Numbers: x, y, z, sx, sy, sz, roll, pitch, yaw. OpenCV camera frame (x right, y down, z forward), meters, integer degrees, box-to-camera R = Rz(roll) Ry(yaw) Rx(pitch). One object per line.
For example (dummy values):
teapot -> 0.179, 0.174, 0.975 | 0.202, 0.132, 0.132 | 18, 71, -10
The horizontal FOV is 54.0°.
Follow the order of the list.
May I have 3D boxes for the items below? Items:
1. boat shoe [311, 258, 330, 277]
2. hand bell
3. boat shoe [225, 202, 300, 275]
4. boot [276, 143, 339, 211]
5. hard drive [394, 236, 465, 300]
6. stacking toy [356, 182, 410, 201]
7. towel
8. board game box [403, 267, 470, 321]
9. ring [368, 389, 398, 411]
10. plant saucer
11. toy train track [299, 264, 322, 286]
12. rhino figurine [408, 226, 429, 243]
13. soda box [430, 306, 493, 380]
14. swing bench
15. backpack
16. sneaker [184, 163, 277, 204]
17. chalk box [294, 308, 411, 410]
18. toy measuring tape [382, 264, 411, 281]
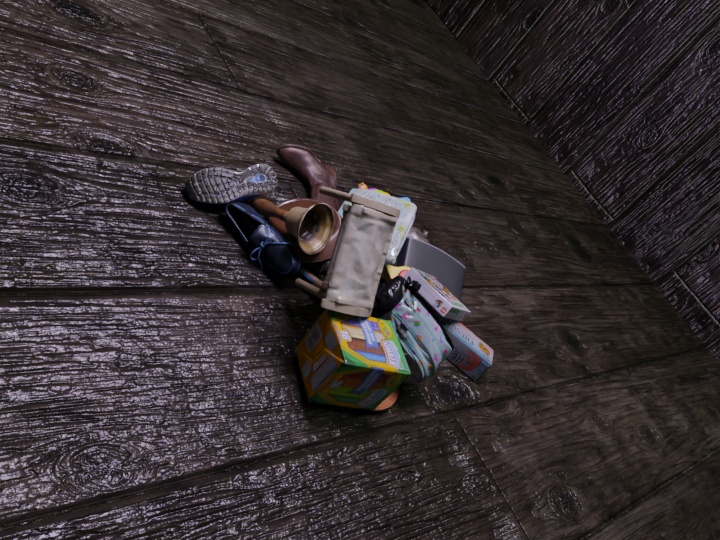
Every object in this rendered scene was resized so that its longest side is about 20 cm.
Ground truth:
boat shoe -> -0.100, -0.059, 1.545 | 0.060, 0.072, 0.203 | 19, 29, -26
hand bell -> -0.158, -0.114, 1.447 | 0.198, 0.106, 0.103 | 24, 18, 35
boat shoe -> -0.207, -0.059, 1.420 | 0.199, 0.085, 0.068 | 38, 9, 20
boot -> -0.122, -0.202, 1.711 | 0.184, 0.064, 0.202 | 23, 40, -27
hard drive -> 0.177, 0.003, 1.767 | 0.198, 0.042, 0.137 | 27, 60, -23
stacking toy -> 0.038, -0.172, 1.829 | 0.108, 0.118, 0.200 | -15, 41, -23
towel -> 0.029, -0.109, 1.642 | 0.168, 0.049, 0.201 | 17, 47, 11
board game box -> 0.177, 0.058, 1.603 | 0.126, 0.035, 0.200 | 45, 10, 19
ring -> -0.007, 0.191, 1.390 | 0.199, 0.019, 0.202 | 31, 32, -21
plant saucer -> -0.121, -0.095, 1.505 | 0.196, 0.035, 0.202 | 3, 43, -3
toy train track -> -0.102, 0.029, 1.464 | 0.199, 0.033, 0.115 | 39, 12, 10
rhino figurine -> 0.139, -0.085, 1.862 | 0.201, 0.060, 0.087 | 53, 31, 16
soda box -> 0.215, 0.162, 1.641 | 0.199, 0.064, 0.069 | 39, 30, -5
swing bench -> -0.017, -0.035, 1.302 | 0.128, 0.203, 0.200 | 15, 5, -23
backpack -> 0.087, 0.123, 1.411 | 0.126, 0.166, 0.201 | -41, 99, -23
sneaker -> -0.275, -0.169, 1.481 | 0.197, 0.089, 0.080 | -10, 79, -34
chalk box -> 0.001, 0.167, 1.289 | 0.197, 0.125, 0.125 | 15, 40, -35
toy measuring tape -> 0.087, -0.008, 1.673 | 0.073, 0.073, 0.203 | -6, 68, -52
